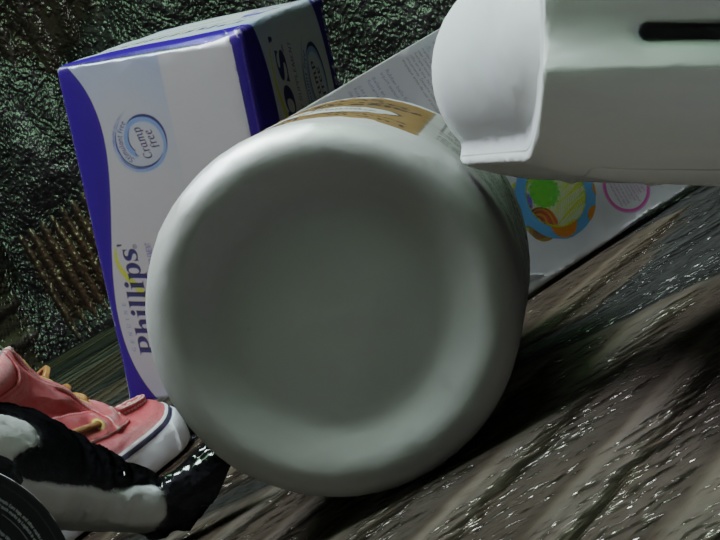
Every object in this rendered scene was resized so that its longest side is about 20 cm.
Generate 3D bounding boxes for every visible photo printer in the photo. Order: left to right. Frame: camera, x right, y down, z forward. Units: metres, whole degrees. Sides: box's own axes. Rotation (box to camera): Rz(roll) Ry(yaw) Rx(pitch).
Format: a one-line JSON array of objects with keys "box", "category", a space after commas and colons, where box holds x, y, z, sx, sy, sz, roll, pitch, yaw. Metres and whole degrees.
[{"box": [0.109, -0.057, 0.597, 0.166, 0.070, 0.200, 0, 2, -3], "category": "photo printer"}]

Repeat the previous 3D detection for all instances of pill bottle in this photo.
[{"box": [0.000, 0.000, 0.773, 0.114, 0.115, 0.200, -30, 4, 8], "category": "pill bottle"}]

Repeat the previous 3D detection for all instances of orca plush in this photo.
[{"box": [-0.135, 0.048, 0.794, 0.199, 0.071, 0.105, 6, -17, -27], "category": "orca plush"}]

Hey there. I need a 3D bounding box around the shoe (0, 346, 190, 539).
[{"box": [-0.149, 0.075, 1.111, 0.071, 0.091, 0.200, -29, 4, 20], "category": "shoe"}]

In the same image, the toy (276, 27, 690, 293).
[{"box": [0.053, -0.047, 0.988, 0.200, 0.115, 0.047, -32, 1, -28], "category": "toy"}]

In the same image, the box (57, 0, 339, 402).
[{"box": [-0.071, -0.044, 1.268, 0.105, 0.185, 0.200, -9, 10, 14], "category": "box"}]

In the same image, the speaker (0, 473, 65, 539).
[{"box": [-0.168, 0.118, 0.756, 0.081, 0.081, 0.200, -33, 3, -33], "category": "speaker"}]
